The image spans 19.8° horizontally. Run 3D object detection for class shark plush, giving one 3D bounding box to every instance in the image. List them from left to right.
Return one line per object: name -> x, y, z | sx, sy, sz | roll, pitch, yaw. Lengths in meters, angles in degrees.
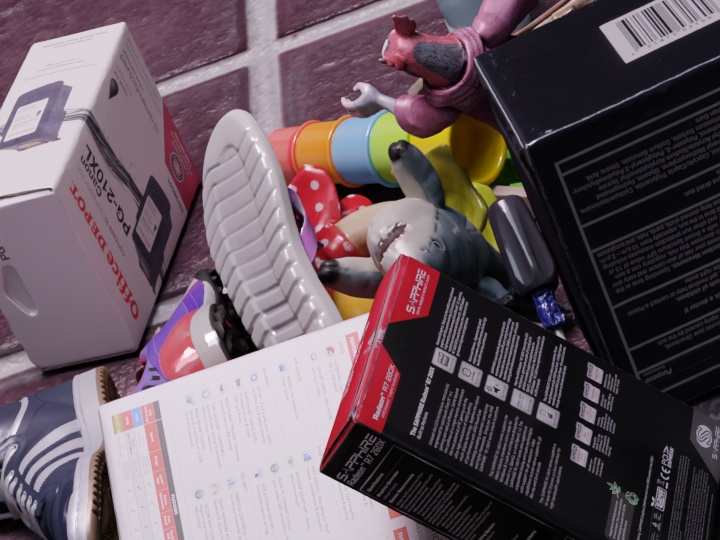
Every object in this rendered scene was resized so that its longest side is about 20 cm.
shark plush -> 0.057, 0.013, 1.169 | 0.083, 0.200, 0.091 | 35, 85, 38

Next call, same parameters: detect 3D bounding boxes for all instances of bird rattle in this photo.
bird rattle -> 0.000, 0.000, 1.288 | 0.198, 0.113, 0.164 | -7, 54, 29

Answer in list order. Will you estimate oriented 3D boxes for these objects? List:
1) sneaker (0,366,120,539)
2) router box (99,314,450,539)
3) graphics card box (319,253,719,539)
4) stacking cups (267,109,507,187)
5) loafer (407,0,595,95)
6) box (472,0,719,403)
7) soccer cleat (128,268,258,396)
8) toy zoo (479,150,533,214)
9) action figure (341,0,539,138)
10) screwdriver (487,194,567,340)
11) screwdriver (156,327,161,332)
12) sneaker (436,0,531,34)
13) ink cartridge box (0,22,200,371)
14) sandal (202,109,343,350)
sneaker -> -0.195, 0.136, 1.243 | 0.107, 0.071, 0.200 | -17, 27, 2
router box -> -0.034, 0.139, 1.079 | 0.178, 0.049, 0.201 | -18, 59, 7
graphics card box -> 0.085, 0.089, 1.039 | 0.051, 0.199, 0.126 | -57, 10, 42
stacking cups -> 0.010, -0.088, 1.412 | 0.199, 0.061, 0.061 | 3, 42, 47
loafer -> 0.091, -0.141, 1.418 | 0.199, 0.063, 0.072 | -21, 28, 27
box -> 0.193, -0.056, 1.144 | 0.198, 0.199, 0.124 | -24, 31, 2
soccer cleat -> -0.105, 0.049, 1.266 | 0.073, 0.069, 0.200 | -29, 10, 2
toy zoo -> 0.174, -0.104, 1.382 | 0.130, 0.021, 0.200 | 6, 45, 38
action figure -> 0.085, -0.103, 1.210 | 0.149, 0.199, 0.135 | 51, 120, 35
screwdriver -> 0.116, 0.045, 1.126 | 0.028, 0.029, 0.201 | -8, 60, -30
screwdriver -> -0.127, 0.094, 1.282 | 0.029, 0.028, 0.201 | 5, 33, -16
sneaker -> 0.073, -0.262, 1.561 | 0.079, 0.131, 0.201 | -23, 33, 4
ink cartridge box -> -0.193, -0.052, 1.432 | 0.084, 0.146, 0.201 | -11, 36, 20
sandal -> -0.047, -0.005, 1.264 | 0.082, 0.049, 0.204 | -44, 57, 41
